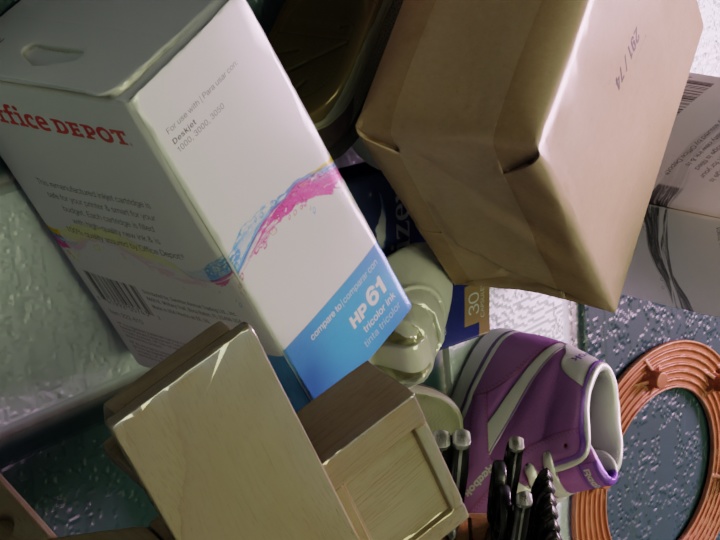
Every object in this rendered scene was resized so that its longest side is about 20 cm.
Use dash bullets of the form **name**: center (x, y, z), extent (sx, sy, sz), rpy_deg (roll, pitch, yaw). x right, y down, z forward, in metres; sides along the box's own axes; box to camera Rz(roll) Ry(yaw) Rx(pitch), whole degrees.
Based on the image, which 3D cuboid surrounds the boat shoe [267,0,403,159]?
- **boat shoe**: center (0.005, -0.150, 1.053), extent (0.201, 0.072, 0.066), rpy_deg (-65, 154, -22)

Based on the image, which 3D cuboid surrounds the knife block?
- **knife block**: center (0.040, 0.182, 1.122), extent (0.176, 0.200, 0.064), rpy_deg (41, 26, -27)

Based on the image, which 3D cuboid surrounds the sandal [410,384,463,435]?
- **sandal**: center (-0.010, 0.111, 1.109), extent (0.201, 0.057, 0.080), rpy_deg (-5, 104, -46)

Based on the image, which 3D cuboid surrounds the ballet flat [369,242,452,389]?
- **ballet flat**: center (-0.001, 0.054, 1.053), extent (0.200, 0.069, 0.069), rpy_deg (-37, 125, -33)

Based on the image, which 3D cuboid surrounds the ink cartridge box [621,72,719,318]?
- **ink cartridge box**: center (0.216, -0.048, 1.200), extent (0.146, 0.200, 0.084), rpy_deg (-39, 127, -32)

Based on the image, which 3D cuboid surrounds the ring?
- **ring**: center (0.218, 0.148, 1.391), extent (0.200, 0.019, 0.200), rpy_deg (-15, 111, -43)

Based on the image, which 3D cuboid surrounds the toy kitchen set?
- **toy kitchen set**: center (-0.098, 0.081, 0.885), extent (0.200, 0.180, 0.163), rpy_deg (-36, 126, -17)

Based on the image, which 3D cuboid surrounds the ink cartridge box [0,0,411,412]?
- **ink cartridge box**: center (-0.084, -0.038, 0.924), extent (0.085, 0.145, 0.200), rpy_deg (-49, 130, -25)

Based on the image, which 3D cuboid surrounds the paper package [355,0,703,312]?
- **paper package**: center (0.100, -0.108, 1.051), extent (0.191, 0.103, 0.200), rpy_deg (54, 51, -55)

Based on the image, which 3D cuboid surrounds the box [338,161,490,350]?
- **box**: center (0.000, 0.000, 1.111), extent (0.200, 0.032, 0.121), rpy_deg (-17, 113, -42)

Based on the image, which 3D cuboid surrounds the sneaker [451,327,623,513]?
- **sneaker**: center (0.093, 0.137, 1.186), extent (0.073, 0.114, 0.201), rpy_deg (25, 83, -48)

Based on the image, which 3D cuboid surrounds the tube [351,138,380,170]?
- **tube**: center (0.063, -0.127, 1.134), extent (0.200, 0.052, 0.058), rpy_deg (-45, 173, -40)
